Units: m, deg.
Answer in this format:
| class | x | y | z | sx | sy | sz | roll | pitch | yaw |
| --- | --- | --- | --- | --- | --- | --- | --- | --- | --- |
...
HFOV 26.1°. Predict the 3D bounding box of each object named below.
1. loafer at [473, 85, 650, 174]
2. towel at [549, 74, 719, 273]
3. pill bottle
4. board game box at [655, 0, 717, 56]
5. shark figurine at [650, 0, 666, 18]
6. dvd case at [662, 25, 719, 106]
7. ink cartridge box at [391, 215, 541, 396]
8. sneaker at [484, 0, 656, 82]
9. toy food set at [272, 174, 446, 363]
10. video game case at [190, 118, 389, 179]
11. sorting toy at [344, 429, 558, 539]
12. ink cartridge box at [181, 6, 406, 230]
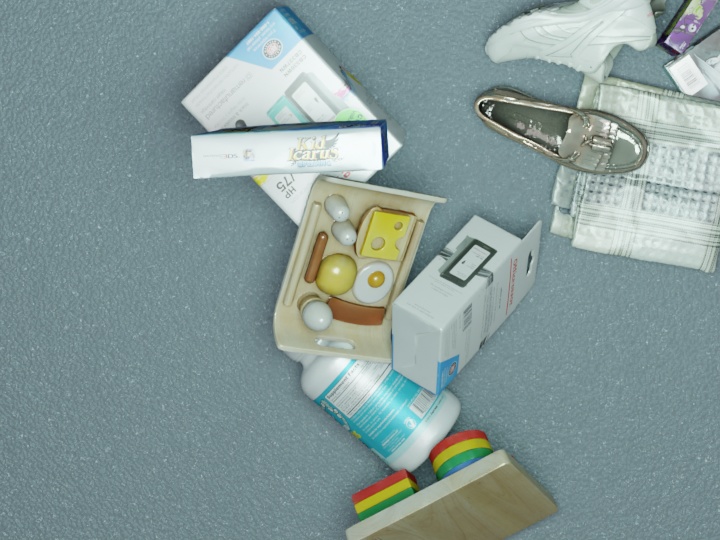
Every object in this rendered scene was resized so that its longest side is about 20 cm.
| class | x | y | z | sx | sy | sz | roll | pitch | yaw |
| --- | --- | --- | --- | --- | --- | --- | --- | --- | --- |
| loafer | 0.216 | -0.151 | 1.708 | 0.199 | 0.063 | 0.072 | 20 | 104 | 18 |
| towel | 0.320 | -0.108 | 1.737 | 0.198 | 0.035 | 0.194 | 12 | 103 | 6 |
| pill bottle | 0.009 | 0.129 | 1.764 | 0.200 | 0.111 | 0.111 | 41 | 99 | -3 |
| board game box | 0.386 | -0.322 | 1.669 | 0.032 | 0.120 | 0.201 | 32 | 100 | -3 |
| shark figurine | 0.347 | -0.374 | 1.699 | 0.089 | 0.128 | 0.216 | 35 | 119 | 23 |
| dvd case | 0.458 | -0.227 | 1.729 | 0.199 | 0.022 | 0.146 | -36 | 95 | 7 |
| ink cartridge box | 0.117 | 0.025 | 1.711 | 0.068 | 0.200 | 0.117 | 29 | 144 | 23 |
| sneaker | 0.229 | -0.246 | 1.688 | 0.199 | 0.078 | 0.100 | -14 | 100 | 32 |
| toy food set | 0.000 | 0.000 | 1.655 | 0.142 | 0.060 | 0.201 | 8 | 114 | -25 |
| video game case | -0.064 | -0.122 | 1.535 | 0.179 | 0.200 | 0.046 | -4 | 97 | 3 |
| sorting toy | 0.097 | 0.259 | 1.747 | 0.198 | 0.200 | 0.070 | -29 | 59 | 10 |
| ink cartridge box | -0.068 | -0.166 | 1.704 | 0.147 | 0.146 | 0.200 | -44 | 95 | 9 |
